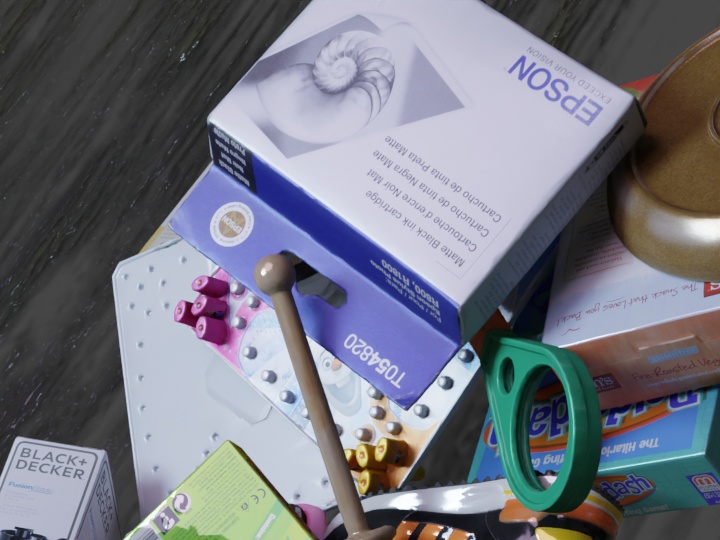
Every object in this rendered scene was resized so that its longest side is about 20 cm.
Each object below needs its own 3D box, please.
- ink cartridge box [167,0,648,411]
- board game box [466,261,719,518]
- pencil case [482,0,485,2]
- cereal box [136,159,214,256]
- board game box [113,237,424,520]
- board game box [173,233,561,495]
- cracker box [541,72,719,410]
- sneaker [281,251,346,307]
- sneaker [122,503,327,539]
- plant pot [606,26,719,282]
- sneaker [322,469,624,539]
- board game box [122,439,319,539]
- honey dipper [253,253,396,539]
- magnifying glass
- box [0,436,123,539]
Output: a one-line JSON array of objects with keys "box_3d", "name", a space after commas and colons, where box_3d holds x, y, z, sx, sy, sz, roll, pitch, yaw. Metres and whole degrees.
[{"box_3d": [0.016, -0.058, 1.163, 0.199, 0.041, 0.200, 36, 82, 30], "name": "ink cartridge box"}, {"box_3d": [0.151, 0.045, 1.202, 0.152, 0.045, 0.200, -14, 42, 35], "name": "board game box"}, {"box_3d": [0.002, -0.096, 1.367, 0.200, 0.083, 0.087, -32, 72, 32], "name": "pencil case"}, {"box_3d": [-0.063, -0.057, 1.573, 0.200, 0.040, 0.144, -52, 33, -17], "name": "cereal box"}, {"box_3d": [-0.060, 0.061, 1.343, 0.200, 0.026, 0.201, -22, 67, 31], "name": "board game box"}, {"box_3d": [0.000, 0.000, 1.273, 0.200, 0.026, 0.200, 40, 103, 35], "name": "board game box"}, {"box_3d": [0.178, -0.027, 1.166, 0.134, 0.058, 0.200, -15, 40, 29], "name": "cracker box"}, {"box_3d": [-0.023, -0.074, 1.244, 0.074, 0.080, 0.201, 6, 81, 38], "name": "sneaker"}, {"box_3d": [-0.113, 0.185, 1.268, 0.200, 0.095, 0.079, -42, 32, 21], "name": "sneaker"}, {"box_3d": [0.213, -0.078, 1.121, 0.200, 0.028, 0.200, -22, 38, 18], "name": "plant pot"}, {"box_3d": [0.046, 0.166, 1.152, 0.200, 0.070, 0.090, -17, 47, 39], "name": "sneaker"}, {"box_3d": [-0.042, 0.194, 1.167, 0.096, 0.030, 0.200, -44, 64, 2], "name": "board game box"}, {"box_3d": [-0.016, 0.087, 1.137, 0.038, 0.201, 0.038, -18, -8, -2], "name": "honey dipper"}, {"box_3d": [0.078, 0.051, 1.128, 0.200, 0.022, 0.080, -121, 41, -54], "name": "magnifying glass"}, {"box_3d": [-0.201, 0.213, 1.311, 0.060, 0.117, 0.200, 7, 47, 9], "name": "box"}]
